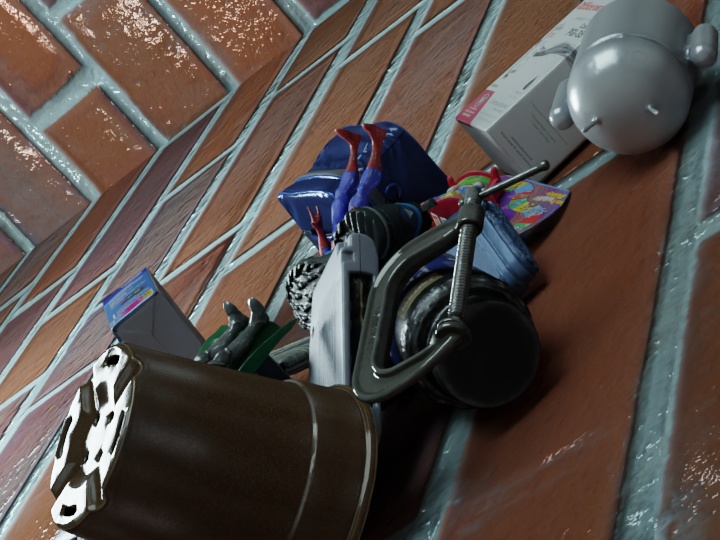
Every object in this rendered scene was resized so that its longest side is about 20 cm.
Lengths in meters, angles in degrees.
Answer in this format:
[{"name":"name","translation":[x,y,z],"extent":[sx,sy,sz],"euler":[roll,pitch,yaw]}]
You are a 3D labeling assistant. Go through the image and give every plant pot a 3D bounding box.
[{"name":"plant pot","translation":[-0.122,0.157,1.462],"extent":[0.200,0.198,0.201],"euler":[-46,34,43]}]

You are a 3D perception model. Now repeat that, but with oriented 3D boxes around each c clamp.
[{"name":"c clamp","translation":[0.060,0.011,1.453],"extent":[0.171,0.027,0.200],"euler":[-25,35,37]}]

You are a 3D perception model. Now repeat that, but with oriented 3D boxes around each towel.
[{"name":"towel","translation":[-0.079,0.097,1.851],"extent":[0.200,0.035,0.192],"euler":[-22,2,39]},{"name":"towel","translation":[0.066,0.032,1.702],"extent":[0.200,0.049,0.112],"euler":[-40,48,11]}]

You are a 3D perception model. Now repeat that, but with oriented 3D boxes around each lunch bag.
[{"name":"lunch bag","translation":[0.008,-0.066,2.015],"extent":[0.132,0.136,0.200],"euler":[-47,16,-15]}]

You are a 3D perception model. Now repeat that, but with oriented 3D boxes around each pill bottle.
[{"name":"pill bottle","translation":[0.078,0.051,1.543],"extent":[0.112,0.112,0.200],"euler":[-44,14,-4]}]

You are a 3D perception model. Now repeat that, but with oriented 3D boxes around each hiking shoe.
[{"name":"hiking shoe","translation":[0.000,0.000,1.785],"extent":[0.087,0.075,0.200],"euler":[-16,-15,-35]}]

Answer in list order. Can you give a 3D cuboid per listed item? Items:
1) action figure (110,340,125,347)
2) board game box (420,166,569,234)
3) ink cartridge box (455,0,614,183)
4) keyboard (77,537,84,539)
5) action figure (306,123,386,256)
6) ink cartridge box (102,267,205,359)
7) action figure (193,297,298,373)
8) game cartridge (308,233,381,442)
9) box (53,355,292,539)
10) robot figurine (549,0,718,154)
[{"name":"action figure","translation":[-0.236,0.145,1.903],"extent":[0.200,0.069,0.130],"euler":[109,180,-70]},{"name":"board game box","translation":[0.103,-0.069,1.823],"extent":[0.158,0.039,0.200],"euler":[-27,21,-18]},{"name":"ink cartridge box","translation":[0.209,-0.189,1.938],"extent":[0.200,0.083,0.147],"euler":[-43,14,-1]},{"name":"keyboard","translation":[-0.223,0.223,1.590],"extent":[0.127,0.021,0.200],"euler":[156,118,-64]},{"name":"action figure","translation":[-0.014,-0.045,1.878],"extent":[0.065,0.052,0.200],"euler":[-5,75,41]},{"name":"ink cartridge box","translation":[-0.235,0.079,2.240],"extent":[0.076,0.137,0.200],"euler":[-37,14,-1]},{"name":"action figure","translation":[-0.148,0.110,1.640],"extent":[0.118,0.055,0.200],"euler":[-13,36,53]},{"name":"game cartridge","translation":[-0.015,0.086,1.605],"extent":[0.133,0.040,0.200],"euler":[124,150,-57]},{"name":"box","translation":[-0.152,0.200,1.716],"extent":[0.197,0.117,0.200],"euler":[-30,20,41]},{"name":"robot figurine","translation":[0.253,-0.180,1.738],"extent":[0.169,0.113,0.200],"euler":[-25,21,28]}]
